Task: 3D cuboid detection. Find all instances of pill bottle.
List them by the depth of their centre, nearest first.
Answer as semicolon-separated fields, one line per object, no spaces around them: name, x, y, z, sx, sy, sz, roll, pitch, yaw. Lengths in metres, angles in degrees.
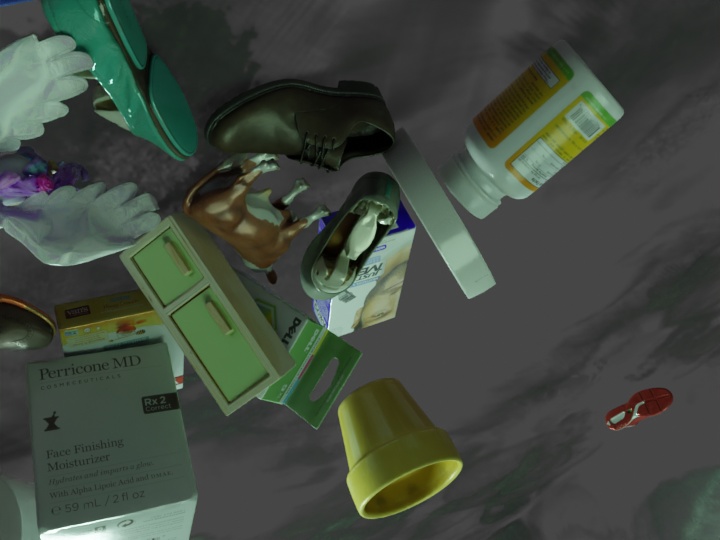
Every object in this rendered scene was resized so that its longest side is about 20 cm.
pill bottle;0.189;-0.155;0.902;0.200;0.112;0.111;-41;147;21

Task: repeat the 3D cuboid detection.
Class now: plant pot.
plant pot;0.053;0.304;1.389;0.199;0.190;0.202;-19;149;-12

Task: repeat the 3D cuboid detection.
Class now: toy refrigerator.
toy refrigerator;-0.160;0.043;0.824;0.076;0.201;0.070;-34;179;13

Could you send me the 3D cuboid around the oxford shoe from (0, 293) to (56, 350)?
oxford shoe;-0.401;0.067;0.797;0.071;0.073;0.199;-43;146;23

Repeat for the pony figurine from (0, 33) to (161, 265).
pony figurine;-0.274;-0.065;0.605;0.192;0.168;0.200;-29;-170;-18

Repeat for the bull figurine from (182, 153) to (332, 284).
bull figurine;-0.108;-0.058;0.856;0.121;0.065;0.200;-40;152;7

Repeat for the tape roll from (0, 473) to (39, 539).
tape roll;-0.497;0.390;1.072;0.201;0.204;0.139;-30;148;4

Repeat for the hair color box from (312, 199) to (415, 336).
hair color box;0.000;0.000;1.027;0.108;0.065;0.201;-17;149;-18

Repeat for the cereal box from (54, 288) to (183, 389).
cereal box;-0.290;0.100;0.965;0.142;0.040;0.201;-13;146;-21

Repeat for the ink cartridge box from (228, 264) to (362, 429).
ink cartridge box;-0.109;0.083;0.905;0.104;0.199;0.059;-58;154;-1

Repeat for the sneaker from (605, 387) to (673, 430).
sneaker;0.798;0.389;2.232;0.199;0.079;0.115;-28;160;24

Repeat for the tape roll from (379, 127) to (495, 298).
tape roll;0.083;-0.062;0.866;0.037;0.204;0.203;-30;149;6

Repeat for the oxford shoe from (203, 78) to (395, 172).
oxford shoe;-0.052;-0.137;0.767;0.198;0.085;0.073;-11;147;-23

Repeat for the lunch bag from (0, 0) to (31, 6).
lunch bag;-0.190;-0.259;0.451;0.199;0.128;0.171;-25;149;-31

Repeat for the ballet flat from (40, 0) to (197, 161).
ballet flat;-0.198;-0.163;0.646;0.069;0.068;0.201;-4;150;9

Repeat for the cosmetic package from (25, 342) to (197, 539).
cosmetic package;-0.291;0.219;0.910;0.163;0.201;0.166;-7;145;-22

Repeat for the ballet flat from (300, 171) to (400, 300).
ballet flat;-0.018;-0.022;0.875;0.067;0.064;0.201;21;128;-15
